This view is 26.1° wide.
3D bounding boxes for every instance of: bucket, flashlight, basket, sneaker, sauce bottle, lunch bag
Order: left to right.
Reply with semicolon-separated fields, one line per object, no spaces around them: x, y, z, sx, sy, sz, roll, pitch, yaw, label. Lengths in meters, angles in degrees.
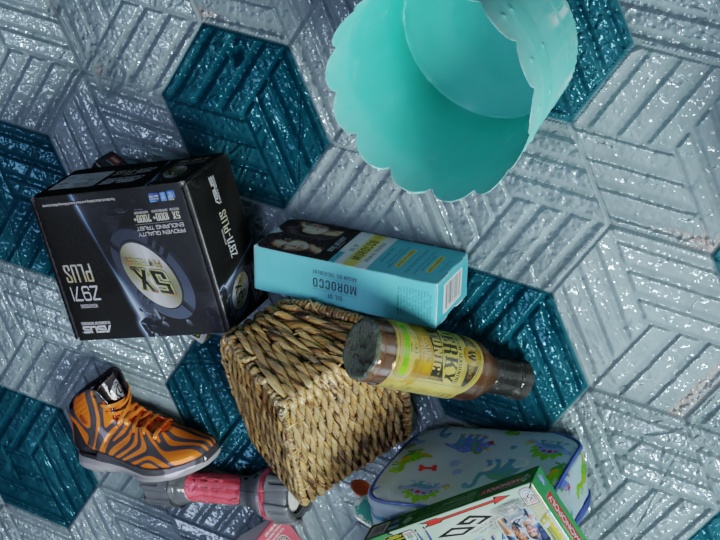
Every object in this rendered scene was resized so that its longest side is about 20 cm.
-0.255;0.172;1.757;0.199;0.078;0.113;-1;114;28;sneaker
-0.154;0.245;1.743;0.199;0.068;0.068;1;125;25;flashlight
-0.045;0.111;1.578;0.143;0.149;0.201;48;160;34;basket
0.079;0.089;1.482;0.065;0.199;0.065;-20;65;51;sauce bottle
0.084;-0.181;1.354;0.206;0.135;0.208;16;128;22;bucket
0.115;0.225;1.535;0.199;0.161;0.083;0;114;27;lunch bag

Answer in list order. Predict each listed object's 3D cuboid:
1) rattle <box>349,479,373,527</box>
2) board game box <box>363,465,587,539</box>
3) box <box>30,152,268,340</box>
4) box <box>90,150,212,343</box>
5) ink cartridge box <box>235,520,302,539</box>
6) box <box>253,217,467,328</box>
0.071;0.318;1.664;0.142;0.130;0.201;-8;84;19;rattle
0.117;0.269;1.445;0.199;0.029;0.135;-26;104;34;board game box
-0.216;-0.022;1.593;0.199;0.086;0.165;-3;112;29;box
-0.219;-0.025;1.668;0.200;0.035;0.110;37;125;7;box
-0.084;0.396;1.734;0.085;0.146;0.200;-34;95;34;ink cartridge box
0.000;0.000;1.535;0.199;0.082;0.049;12;118;22;box
